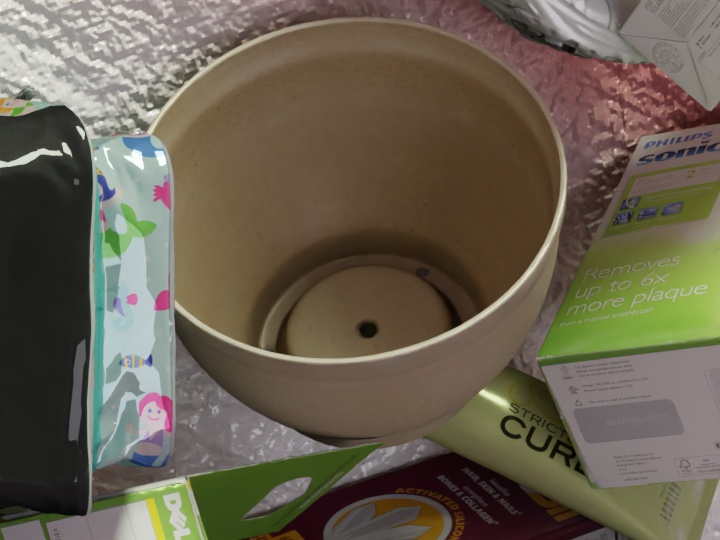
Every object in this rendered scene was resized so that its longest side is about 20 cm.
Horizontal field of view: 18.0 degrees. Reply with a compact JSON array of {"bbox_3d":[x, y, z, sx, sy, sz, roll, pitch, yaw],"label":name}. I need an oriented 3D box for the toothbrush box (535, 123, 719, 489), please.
[{"bbox_3d":[0.191,0.009,1.124,0.087,0.145,0.200,65,35,-26],"label":"toothbrush box"}]

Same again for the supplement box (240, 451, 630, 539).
[{"bbox_3d":[0.049,0.160,1.180,0.199,0.110,0.086,-17,116,-21],"label":"supplement box"}]

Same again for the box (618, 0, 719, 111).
[{"bbox_3d":[0.219,-0.182,1.101,0.060,0.117,0.200,40,59,5],"label":"box"}]

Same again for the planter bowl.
[{"bbox_3d":[0.000,0.000,1.067,0.199,0.200,0.135,-29,144,-15],"label":"planter bowl"}]

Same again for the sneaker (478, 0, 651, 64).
[{"bbox_3d":[0.087,-0.167,1.106,0.199,0.078,0.100,22,94,-32],"label":"sneaker"}]

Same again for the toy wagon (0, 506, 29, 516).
[{"bbox_3d":[-0.209,0.155,1.089,0.154,0.040,0.202,12,102,-30],"label":"toy wagon"}]

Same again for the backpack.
[{"bbox_3d":[-0.165,0.012,0.968,0.150,0.199,0.179,-2,93,-31],"label":"backpack"}]

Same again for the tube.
[{"bbox_3d":[0.086,0.080,1.146,0.199,0.052,0.058,26,87,4],"label":"tube"}]

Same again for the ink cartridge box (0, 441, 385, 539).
[{"bbox_3d":[-0.090,0.150,1.035,0.199,0.148,0.076,-10,71,-28],"label":"ink cartridge box"}]
